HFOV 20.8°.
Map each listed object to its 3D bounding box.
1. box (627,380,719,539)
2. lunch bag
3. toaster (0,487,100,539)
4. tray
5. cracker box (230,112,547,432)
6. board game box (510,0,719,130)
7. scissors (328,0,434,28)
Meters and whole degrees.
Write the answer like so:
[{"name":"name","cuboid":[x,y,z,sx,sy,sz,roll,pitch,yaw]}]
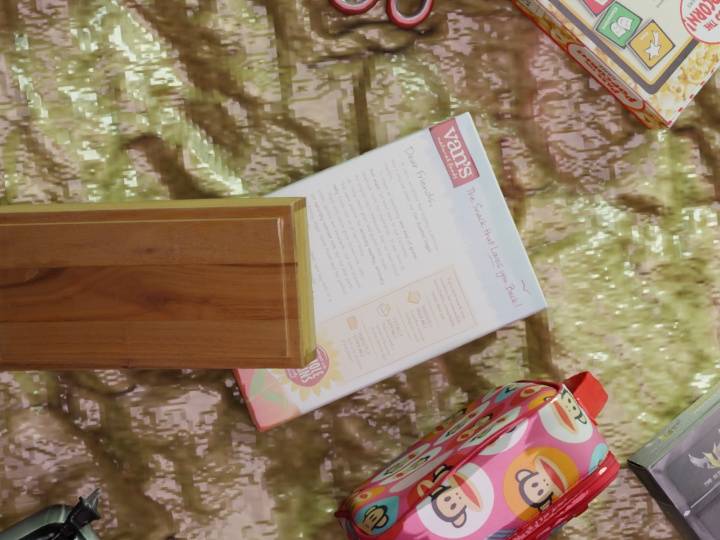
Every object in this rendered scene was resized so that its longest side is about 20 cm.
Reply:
[{"name":"box","cuboid":[0.300,0.125,1.287,0.200,0.048,0.159,-40,96,-5]},{"name":"lunch bag","cuboid":[0.075,0.124,1.180,0.176,0.200,0.082,-38,92,-5]},{"name":"toaster","cuboid":[-0.202,0.250,1.183,0.199,0.119,0.181,-29,96,-6]},{"name":"tray","cuboid":[-0.129,0.009,1.185,0.199,0.037,0.099,-1,100,16]},{"name":"cracker box","cuboid":[0.000,0.000,1.235,0.199,0.058,0.134,-23,94,-5]},{"name":"board game box","cuboid":[0.168,-0.212,1.257,0.200,0.046,0.152,42,86,-7]},{"name":"scissors","cuboid":[0.013,-0.255,1.252,0.073,0.014,0.201,0,91,-6]}]
